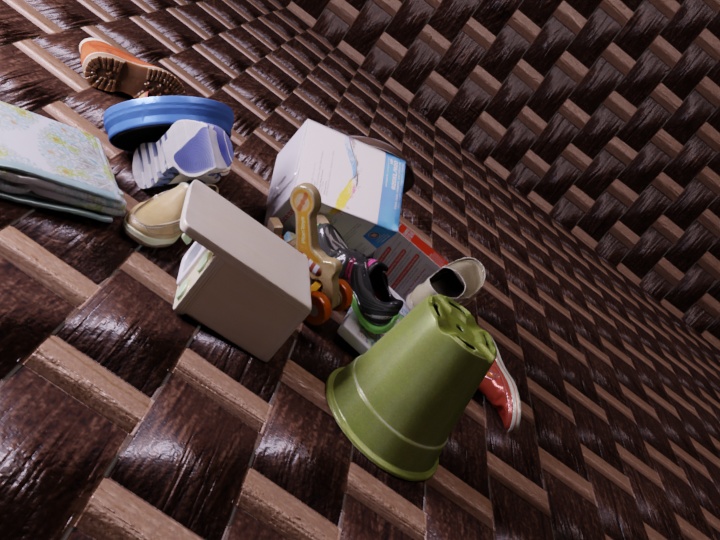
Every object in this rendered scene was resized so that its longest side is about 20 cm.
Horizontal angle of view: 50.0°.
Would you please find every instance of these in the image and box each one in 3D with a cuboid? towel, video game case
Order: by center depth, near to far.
[{"bbox_3d":[-0.410,-0.142,0.997,0.197,0.049,0.172,18,27,-44],"label":"towel"},{"bbox_3d":[0.065,0.114,1.245,0.199,0.024,0.183,43,30,-6],"label":"video game case"}]

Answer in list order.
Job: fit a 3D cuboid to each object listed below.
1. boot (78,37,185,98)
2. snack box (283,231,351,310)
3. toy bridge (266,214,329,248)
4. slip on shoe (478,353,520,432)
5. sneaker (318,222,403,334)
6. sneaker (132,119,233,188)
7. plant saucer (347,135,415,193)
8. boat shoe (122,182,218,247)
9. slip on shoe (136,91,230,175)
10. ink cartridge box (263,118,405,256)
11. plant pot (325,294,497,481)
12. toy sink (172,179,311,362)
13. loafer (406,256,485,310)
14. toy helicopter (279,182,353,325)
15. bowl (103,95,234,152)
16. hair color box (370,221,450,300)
[{"bbox_3d":[-0.410,-0.357,1.389,0.197,0.076,0.108,16,26,-43],"label":"boot"},{"bbox_3d":[-0.041,0.012,1.308,0.197,0.037,0.117,22,28,-38],"label":"snack box"},{"bbox_3d":[-0.139,-0.050,1.213,0.196,0.068,0.027,-5,42,-33],"label":"toy bridge"},{"bbox_3d":[0.227,0.196,1.348,0.059,0.075,0.203,-8,47,-12],"label":"slip on shoe"},{"bbox_3d":[0.000,0.000,1.199,0.201,0.084,0.076,52,31,13],"label":"sneaker"},{"bbox_3d":[-0.238,-0.170,1.134,0.114,0.196,0.083,-12,94,-47],"label":"sneaker"},{"bbox_3d":[0.007,-0.192,1.414,0.197,0.198,0.033,25,65,-31],"label":"plant saucer"},{"bbox_3d":[-0.262,-0.092,1.094,0.071,0.077,0.200,39,21,1],"label":"boat shoe"},{"bbox_3d":[-0.305,-0.230,1.322,0.198,0.062,0.074,36,19,-13],"label":"slip on shoe"},{"bbox_3d":[-0.045,-0.133,1.330,0.196,0.147,0.148,19,63,-22],"label":"ink cartridge box"},{"bbox_3d":[0.084,0.143,1.049,0.198,0.191,0.201,33,23,-15],"label":"plant pot"},{"bbox_3d":[-0.172,0.003,1.010,0.198,0.112,0.131,35,21,-24],"label":"toy sink"},{"bbox_3d":[0.162,0.026,1.342,0.198,0.068,0.076,-29,77,-43],"label":"loafer"},{"bbox_3d":[-0.085,-0.027,1.126,0.129,0.206,0.078,11,22,30],"label":"toy helicopter"},{"bbox_3d":[-0.289,-0.216,1.176,0.199,0.196,0.041,1,82,-57],"label":"bowl"},{"bbox_3d":[0.095,0.003,1.451,0.199,0.112,0.064,40,21,1],"label":"hair color box"}]
